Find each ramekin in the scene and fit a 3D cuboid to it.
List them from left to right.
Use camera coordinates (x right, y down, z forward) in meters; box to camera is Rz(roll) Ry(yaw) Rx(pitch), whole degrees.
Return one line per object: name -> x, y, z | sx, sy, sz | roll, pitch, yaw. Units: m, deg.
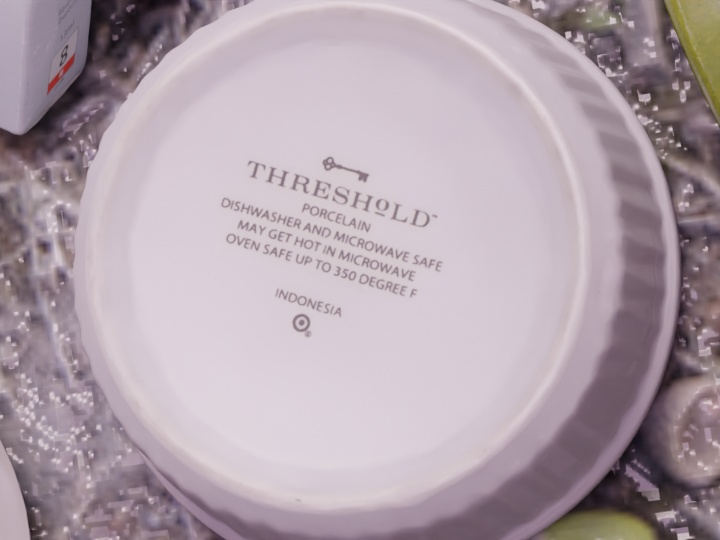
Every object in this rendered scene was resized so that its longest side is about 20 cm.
ramekin -> 0.000, 0.000, 0.738 | 0.202, 0.094, 0.203 | -1, 84, 11

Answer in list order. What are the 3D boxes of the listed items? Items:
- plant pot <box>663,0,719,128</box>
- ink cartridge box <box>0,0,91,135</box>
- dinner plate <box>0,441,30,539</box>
plant pot -> 0.190, -0.108, 0.678 | 0.193, 0.200, 0.201 | -22, 80, 20
ink cartridge box -> -0.160, -0.153, 0.741 | 0.162, 0.200, 0.050 | 28, 55, 12
dinner plate -> -0.204, 0.113, 0.776 | 0.200, 0.024, 0.201 | -6, 72, 19
